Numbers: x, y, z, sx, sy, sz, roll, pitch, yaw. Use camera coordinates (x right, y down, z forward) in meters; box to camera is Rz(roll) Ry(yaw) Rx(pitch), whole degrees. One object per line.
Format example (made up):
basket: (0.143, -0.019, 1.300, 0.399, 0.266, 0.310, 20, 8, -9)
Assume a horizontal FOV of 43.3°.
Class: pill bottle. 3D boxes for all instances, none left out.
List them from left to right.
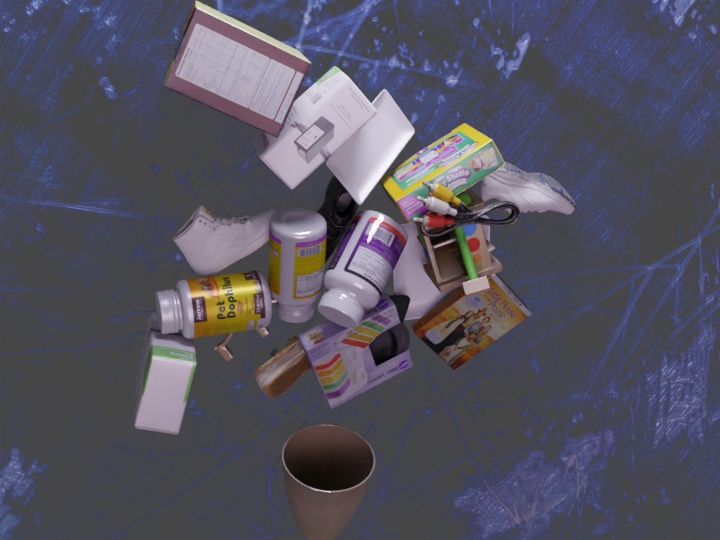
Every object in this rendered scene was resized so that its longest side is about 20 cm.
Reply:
pill bottle: (-0.269, 0.064, 1.659, 0.199, 0.109, 0.110, -8, 111, -19)
pill bottle: (-0.117, -0.006, 1.658, 0.104, 0.104, 0.201, -1, 123, -10)
pill bottle: (0.000, 0.000, 1.662, 0.111, 0.111, 0.201, 34, 69, -20)

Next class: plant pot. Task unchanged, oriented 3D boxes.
plant pot: (-0.075, 0.450, 1.841, 0.186, 0.188, 0.201, 2, 123, -11)

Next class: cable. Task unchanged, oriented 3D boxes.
cable: (0.182, -0.091, 1.566, 0.199, 0.050, 0.098, 12, 102, -14)

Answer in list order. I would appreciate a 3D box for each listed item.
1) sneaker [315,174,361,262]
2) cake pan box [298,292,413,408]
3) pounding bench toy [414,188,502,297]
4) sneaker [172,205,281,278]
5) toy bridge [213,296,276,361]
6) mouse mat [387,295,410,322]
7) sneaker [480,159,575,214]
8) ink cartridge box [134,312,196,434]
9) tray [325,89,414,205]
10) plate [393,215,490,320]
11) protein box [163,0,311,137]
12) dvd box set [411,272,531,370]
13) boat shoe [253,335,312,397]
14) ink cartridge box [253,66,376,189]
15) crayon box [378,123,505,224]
sneaker: (-0.056, -0.089, 1.688, 0.076, 0.091, 0.201, 20, 107, -17)
cake pan box: (-0.002, 0.155, 1.753, 0.199, 0.052, 0.185, -26, 134, -10)
pounding bench toy: (0.177, -0.056, 1.650, 0.124, 0.200, 0.157, -19, 112, -4)
sneaker: (-0.246, -0.080, 1.664, 0.200, 0.074, 0.116, -32, 115, 3)
toy bridge: (-0.203, 0.098, 1.759, 0.200, 0.027, 0.067, -34, 109, 2)
mouse mat: (0.006, 0.132, 1.778, 0.160, 0.008, 0.201, -1, 125, -26)
sneaker: (0.322, -0.148, 1.758, 0.199, 0.075, 0.087, 20, 117, -10)
ink cartridge box: (-0.361, 0.185, 1.668, 0.084, 0.200, 0.146, 12, 107, -17)
tray: (0.016, -0.224, 1.642, 0.107, 0.022, 0.200, 49, 62, -27)
plate: (0.157, -0.008, 1.787, 0.199, 0.032, 0.200, -6, 109, -8)
protein box: (-0.209, -0.339, 1.512, 0.199, 0.199, 0.135, 23, 103, -17)
dvd box set: (0.223, 0.099, 1.807, 0.200, 0.029, 0.146, -37, 124, 13)
boat shoe: (-0.123, 0.161, 1.770, 0.200, 0.069, 0.074, -35, 142, -19)
ink cartridge box: (-0.083, -0.252, 1.587, 0.200, 0.146, 0.084, -41, 112, 6)
crayon box: (0.143, -0.179, 1.649, 0.200, 0.173, 0.058, -32, 112, 2)
